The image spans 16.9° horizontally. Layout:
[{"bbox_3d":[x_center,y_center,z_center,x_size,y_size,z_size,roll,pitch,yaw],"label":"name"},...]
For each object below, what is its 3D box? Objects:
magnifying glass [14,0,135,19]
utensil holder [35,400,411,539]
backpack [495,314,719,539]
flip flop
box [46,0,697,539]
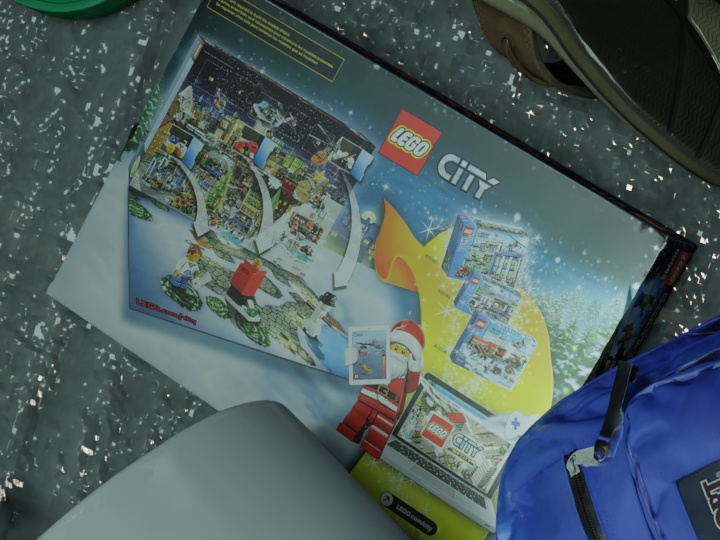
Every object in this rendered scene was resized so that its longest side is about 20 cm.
[{"bbox_3d":[-0.158,-0.161,0.954,0.200,0.022,0.080,27,96,21],"label":"magnifying glass"},{"bbox_3d":[-0.019,0.165,0.776,0.170,0.170,0.200,-45,74,13],"label":"utensil holder"},{"bbox_3d":[0.140,0.072,0.729,0.200,0.168,0.163,-29,68,22],"label":"backpack"},{"bbox_3d":[0.065,-0.099,0.828,0.200,0.058,0.081,33,65,5],"label":"flip flop"},{"bbox_3d":[0.000,0.000,0.861,0.200,0.038,0.137,33,98,22],"label":"box"}]
